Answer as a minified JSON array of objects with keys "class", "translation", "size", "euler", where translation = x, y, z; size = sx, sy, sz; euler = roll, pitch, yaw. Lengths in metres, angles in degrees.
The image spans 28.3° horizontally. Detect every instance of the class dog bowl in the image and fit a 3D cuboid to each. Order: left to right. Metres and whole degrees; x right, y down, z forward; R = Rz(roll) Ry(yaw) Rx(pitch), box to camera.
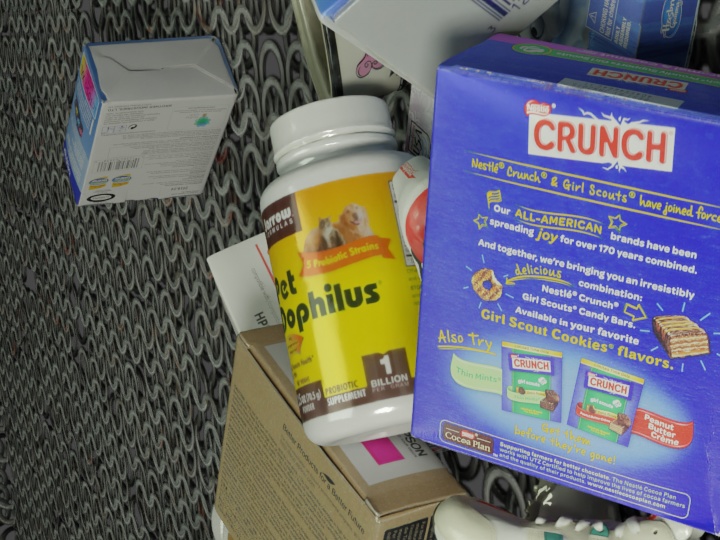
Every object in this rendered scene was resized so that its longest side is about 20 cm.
[{"class":"dog bowl","translation":[-0.008,-0.204,0.941],"size":[0.200,0.073,0.202],"euler":[167,90,-85]}]

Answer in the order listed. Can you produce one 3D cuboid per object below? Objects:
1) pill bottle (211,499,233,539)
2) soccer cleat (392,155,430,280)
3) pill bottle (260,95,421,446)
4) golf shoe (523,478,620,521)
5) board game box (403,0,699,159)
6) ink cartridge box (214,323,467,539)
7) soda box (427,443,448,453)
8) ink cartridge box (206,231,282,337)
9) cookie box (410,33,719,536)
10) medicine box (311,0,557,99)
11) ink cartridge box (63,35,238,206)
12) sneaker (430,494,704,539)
[{"class":"pill bottle","translation":[-0.051,0.225,1.186],"size":[0.200,0.113,0.116],"euler":[-171,74,-65]},{"class":"soccer cleat","translation":[0.078,0.018,0.827],"size":[0.201,0.068,0.085],"euler":[55,-178,-31]},{"class":"pill bottle","translation":[0.000,0.000,0.883],"size":[0.109,0.108,0.202],"euler":[146,114,-63]},{"class":"golf shoe","translation":[0.150,0.194,0.815],"size":[0.097,0.078,0.202],"euler":[-1,99,43]},{"class":"board game box","translation":[0.099,-0.116,0.810],"size":[0.199,0.043,0.202],"euler":[45,139,48]},{"class":"ink cartridge box","translation":[-0.022,0.158,0.980],"size":[0.200,0.074,0.166],"euler":[48,137,43]},{"class":"soda box","translation":[0.021,0.032,1.022],"size":[0.063,0.068,0.202],"euler":[-47,56,60]},{"class":"ink cartridge box","translation":[-0.061,0.051,1.123],"size":[0.201,0.067,0.116],"euler":[75,168,-50]},{"class":"cookie box","translation":[0.119,0.003,0.690],"size":[0.170,0.075,0.202],"euler":[15,118,23]},{"class":"medicine box","translation":[0.047,-0.227,0.727],"size":[0.182,0.103,0.201],"euler":[-39,51,23]},{"class":"ink cartridge box","translation":[-0.212,-0.134,1.396],"size":[0.201,0.135,0.077],"euler":[117,139,-52]},{"class":"sneaker","translation":[0.135,0.150,0.745],"size":[0.199,0.070,0.094],"euler":[28,102,25]}]
